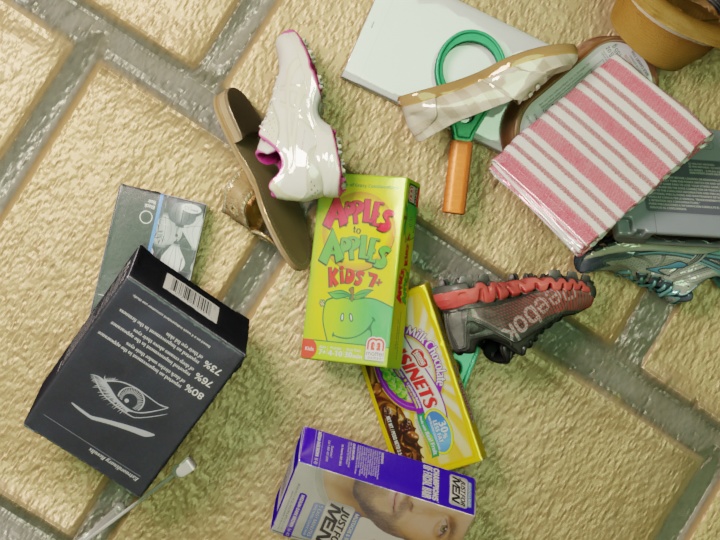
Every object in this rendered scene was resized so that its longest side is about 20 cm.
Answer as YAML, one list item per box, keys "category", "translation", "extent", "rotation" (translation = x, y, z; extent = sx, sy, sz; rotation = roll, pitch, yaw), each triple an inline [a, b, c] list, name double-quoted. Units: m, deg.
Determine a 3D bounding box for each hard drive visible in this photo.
- category: "hard drive"
  translation: [0.094, -0.232, 1.464]
  extent: [0.199, 0.026, 0.133]
  rotation: [24, 88, -6]

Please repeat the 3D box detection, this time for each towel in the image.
- category: "towel"
  translation: [0.255, -0.126, 1.404]
  extent: [0.200, 0.030, 0.146]
  rotation: [-40, 69, -9]

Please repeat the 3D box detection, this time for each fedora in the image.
- category: "fedora"
  translation: [0.338, -0.277, 1.446]
  extent: [0.200, 0.201, 0.082]
  rotation: [31, 127, -6]

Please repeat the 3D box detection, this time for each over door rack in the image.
- category: "over door rack"
  translation: [-0.205, 0.303, 1.407]
  extent: [0.199, 0.067, 0.148]
  rotation: [-36, 94, 16]

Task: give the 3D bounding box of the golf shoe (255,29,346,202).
- category: "golf shoe"
  translation: [-0.075, -0.164, 1.402]
  extent: [0.091, 0.075, 0.201]
  rotation: [-14, 67, -1]

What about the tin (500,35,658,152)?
- category: "tin"
  translation: [0.244, -0.179, 1.462]
  extent: [0.200, 0.042, 0.112]
  rotation: [-40, 101, -10]

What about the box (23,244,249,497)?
- category: "box"
  translation: [-0.228, 0.104, 1.361]
  extent: [0.148, 0.104, 0.200]
  rotation: [36, 103, -13]

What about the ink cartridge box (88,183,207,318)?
- category: "ink cartridge box"
  translation: [-0.234, 0.015, 1.424]
  extent: [0.099, 0.039, 0.202]
  rotation: [12, 90, -7]

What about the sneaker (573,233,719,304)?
- category: "sneaker"
  translation: [0.337, -0.003, 1.470]
  extent: [0.198, 0.078, 0.087]
  rotation: [-6, 95, -6]

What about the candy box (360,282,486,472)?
- category: "candy box"
  translation: [0.059, 0.124, 1.440]
  extent: [0.102, 0.026, 0.202]
  rotation: [-19, 89, 16]

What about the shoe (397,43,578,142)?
- category: "shoe"
  translation: [0.140, -0.191, 1.405]
  extent: [0.198, 0.070, 0.054]
  rotation: [-18, 92, 2]

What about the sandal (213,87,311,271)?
- category: "sandal"
  translation: [-0.123, -0.087, 1.432]
  extent: [0.069, 0.078, 0.213]
  rotation: [-25, 85, 26]

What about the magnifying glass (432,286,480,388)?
- category: "magnifying glass"
  translation: [0.103, 0.116, 1.463]
  extent: [0.079, 0.022, 0.202]
  rotation: [-3, 92, -6]

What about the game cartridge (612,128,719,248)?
- category: "game cartridge"
  translation: [0.363, -0.092, 1.441]
  extent: [0.198, 0.042, 0.134]
  rotation: [3, 63, -12]

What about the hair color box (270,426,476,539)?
- category: "hair color box"
  translation: [0.014, 0.253, 1.419]
  extent: [0.198, 0.065, 0.110]
  rotation: [17, 122, -7]

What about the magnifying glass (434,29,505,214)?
- category: "magnifying glass"
  translation: [0.114, -0.163, 1.445]
  extent: [0.079, 0.022, 0.202]
  rotation: [7, 88, -6]

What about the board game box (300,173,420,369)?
- category: "board game box"
  translation: [0.000, 0.000, 1.418]
  extent: [0.101, 0.048, 0.202]
  rotation: [5, 86, 22]

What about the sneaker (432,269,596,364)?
- category: "sneaker"
  translation: [0.172, 0.050, 1.435]
  extent: [0.199, 0.071, 0.099]
  rotation: [-5, 86, -27]
